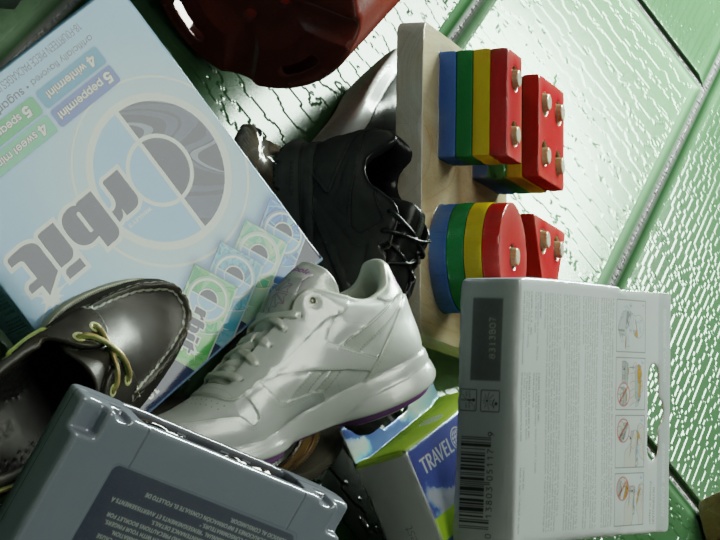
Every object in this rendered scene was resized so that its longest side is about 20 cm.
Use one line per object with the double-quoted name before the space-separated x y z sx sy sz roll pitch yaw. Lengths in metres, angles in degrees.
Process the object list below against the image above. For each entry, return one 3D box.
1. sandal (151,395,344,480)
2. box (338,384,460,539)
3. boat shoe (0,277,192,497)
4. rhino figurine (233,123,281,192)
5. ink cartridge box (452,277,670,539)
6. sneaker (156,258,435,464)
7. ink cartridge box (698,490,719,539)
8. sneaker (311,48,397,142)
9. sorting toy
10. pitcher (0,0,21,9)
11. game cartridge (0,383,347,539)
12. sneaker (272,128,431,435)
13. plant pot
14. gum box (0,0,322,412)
"sandal" -0.062 0.089 1.414 0.199 0.054 0.082 -7 70 -53
"box" 0.067 0.165 1.499 0.122 0.047 0.201 -33 103 -56
"boat shoe" -0.156 0.064 1.254 0.201 0.060 0.072 -39 100 -35
"rhino figurine" -0.090 -0.035 1.469 0.088 0.060 0.200 59 31 -9
"ink cartridge box" 0.130 0.090 1.509 0.199 0.057 0.164 5 85 -59
"sneaker" -0.051 0.054 1.341 0.199 0.075 0.100 -21 102 -35
"ink cartridge box" 0.348 0.262 1.788 0.164 0.075 0.201 15 53 -44
"sneaker" 0.020 -0.072 1.624 0.099 0.071 0.200 47 32 -9
"sorting toy" 0.086 -0.046 1.578 0.200 0.069 0.201 22 68 -70
"pitcher" -0.252 -0.254 1.393 0.200 0.121 0.172 38 23 -11
"game cartridge" -0.108 0.149 1.252 0.199 0.134 0.042 28 8 -42
"sneaker" 0.000 0.000 1.449 0.076 0.090 0.202 34 44 -58
"plant pot" -0.033 -0.236 1.591 0.201 0.200 0.196 48 43 -15
"gum box" -0.144 -0.032 1.347 0.170 0.044 0.201 -41 100 -27
